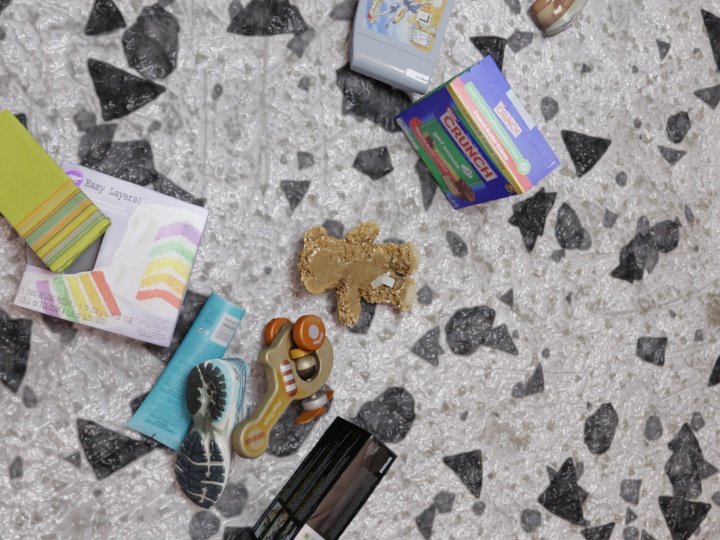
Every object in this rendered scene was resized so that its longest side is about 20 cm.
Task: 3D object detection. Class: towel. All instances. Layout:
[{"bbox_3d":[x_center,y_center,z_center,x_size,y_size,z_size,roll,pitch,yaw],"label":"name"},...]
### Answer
[{"bbox_3d":[-0.386,-0.095,0.828,0.086,0.018,0.200,-42,80,-11],"label":"towel"}]

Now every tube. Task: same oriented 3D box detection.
[{"bbox_3d":[-0.217,0.128,0.909,0.077,0.050,0.202,30,84,-17],"label":"tube"}]

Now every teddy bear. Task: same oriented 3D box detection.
[{"bbox_3d":[0.000,0.000,0.985,0.197,0.067,0.147,-11,101,-26],"label":"teddy bear"}]

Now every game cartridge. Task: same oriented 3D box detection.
[{"bbox_3d":[0.060,-0.364,1.007,0.131,0.042,0.203,20,78,-10],"label":"game cartridge"}]

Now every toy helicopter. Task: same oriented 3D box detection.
[{"bbox_3d":[-0.095,0.161,0.910,0.133,0.078,0.201,55,49,-26],"label":"toy helicopter"}]

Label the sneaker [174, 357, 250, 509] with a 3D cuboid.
[{"bbox_3d":[-0.176,0.207,0.903,0.077,0.086,0.203,18,104,23],"label":"sneaker"}]

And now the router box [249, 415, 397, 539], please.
[{"bbox_3d":[-0.052,0.290,0.906,0.051,0.149,0.201,42,76,-13],"label":"router box"}]

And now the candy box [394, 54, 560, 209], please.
[{"bbox_3d":[0.152,-0.179,0.963,0.077,0.200,0.170,-39,100,-16],"label":"candy box"}]

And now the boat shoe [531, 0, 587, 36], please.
[{"bbox_3d":[0.338,-0.462,1.106,0.072,0.076,0.201,39,75,-12],"label":"boat shoe"}]

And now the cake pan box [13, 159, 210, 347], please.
[{"bbox_3d":[-0.307,-0.019,0.877,0.197,0.052,0.187,20,80,-17],"label":"cake pan box"}]
